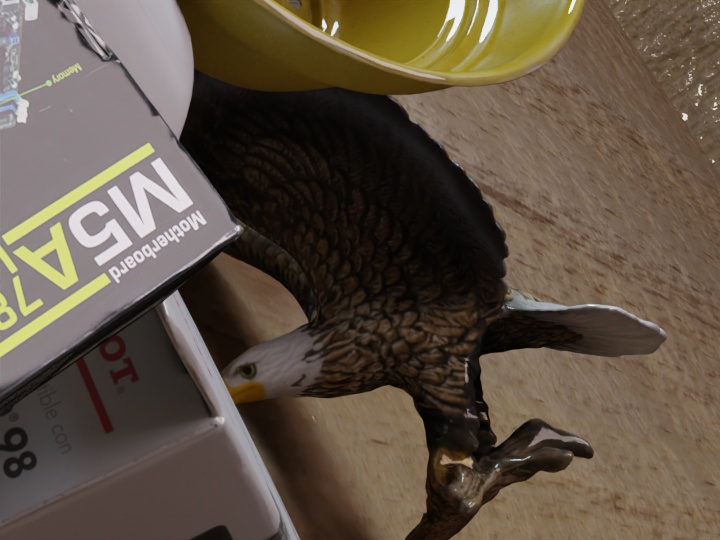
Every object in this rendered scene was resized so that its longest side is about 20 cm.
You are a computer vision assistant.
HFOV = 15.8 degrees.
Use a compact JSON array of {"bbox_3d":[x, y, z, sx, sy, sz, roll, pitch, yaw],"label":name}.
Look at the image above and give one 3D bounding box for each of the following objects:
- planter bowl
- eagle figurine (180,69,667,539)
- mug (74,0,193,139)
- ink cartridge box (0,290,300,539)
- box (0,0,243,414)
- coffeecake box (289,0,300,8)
[{"bbox_3d":[-0.030,-0.119,0.828,0.200,0.083,0.201,24,44,-26],"label":"planter bowl"},{"bbox_3d":[-0.005,0.002,0.938,0.151,0.152,0.200,-16,74,-53],"label":"eagle figurine"},{"bbox_3d":[-0.123,-0.085,0.717,0.153,0.149,0.187,51,23,-49],"label":"mug"},{"bbox_3d":[-0.069,0.031,0.640,0.200,0.067,0.116,69,-5,-58],"label":"ink cartridge box"},{"bbox_3d":[-0.150,-0.031,0.458,0.200,0.048,0.193,-37,93,-37],"label":"box"},{"bbox_3d":[-0.031,-0.162,1.112,0.154,0.073,0.200,-36,133,-76],"label":"coffeecake box"}]
